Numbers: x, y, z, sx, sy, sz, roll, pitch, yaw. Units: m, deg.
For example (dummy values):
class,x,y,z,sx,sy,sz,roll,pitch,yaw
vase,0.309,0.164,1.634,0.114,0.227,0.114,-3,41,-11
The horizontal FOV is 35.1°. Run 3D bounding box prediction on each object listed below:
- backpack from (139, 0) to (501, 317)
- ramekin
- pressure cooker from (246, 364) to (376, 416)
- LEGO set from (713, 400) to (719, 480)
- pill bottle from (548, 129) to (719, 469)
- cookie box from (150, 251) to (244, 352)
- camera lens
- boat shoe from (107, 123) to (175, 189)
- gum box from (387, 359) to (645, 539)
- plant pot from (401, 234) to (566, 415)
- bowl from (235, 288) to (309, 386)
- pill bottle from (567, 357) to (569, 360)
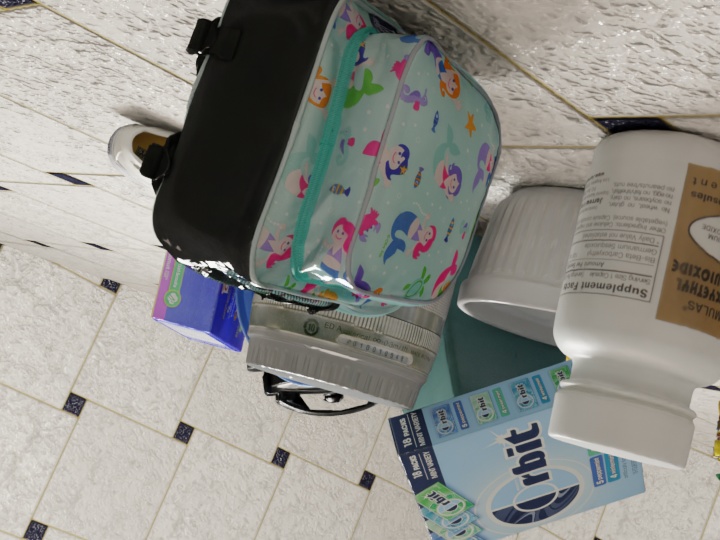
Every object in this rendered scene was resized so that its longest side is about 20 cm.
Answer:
class,x,y,z,sx,sy,sz,roll,pitch,yaw
backpack,-0.006,-0.059,0.669,0.150,0.178,0.200,17,177,24
ramekin,0.189,0.004,0.959,0.199,0.106,0.200,15,171,2
pressure cooker,-0.034,0.075,1.375,0.175,0.201,0.178,-14,167,36
LEGO set,0.387,0.110,1.029,0.116,0.201,0.154,30,178,-31
pill bottle,0.188,0.021,0.740,0.114,0.201,0.114,14,172,2
cookie box,-0.172,-0.003,1.344,0.075,0.172,0.200,11,170,6
camera lens,0.000,0.000,0.945,0.159,0.201,0.160,15,171,2
boat shoe,-0.146,-0.088,1.106,0.199,0.071,0.070,27,170,-26
gum box,0.140,0.161,0.982,0.199,0.045,0.170,-19,135,2
plant pot,0.113,0.091,1.095,0.140,0.201,0.142,12,140,-15
bowl,-0.052,0.025,1.245,0.200,0.202,0.039,9,-171,36
pill bottle,0.271,0.095,1.374,0.199,0.112,0.111,8,169,43
